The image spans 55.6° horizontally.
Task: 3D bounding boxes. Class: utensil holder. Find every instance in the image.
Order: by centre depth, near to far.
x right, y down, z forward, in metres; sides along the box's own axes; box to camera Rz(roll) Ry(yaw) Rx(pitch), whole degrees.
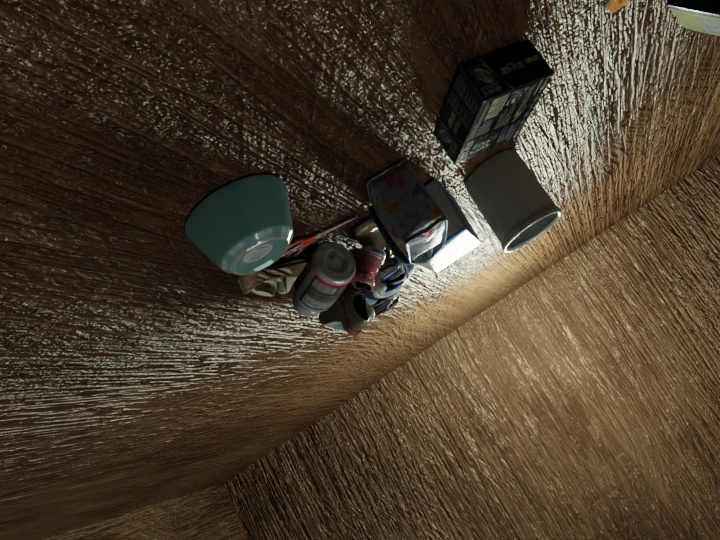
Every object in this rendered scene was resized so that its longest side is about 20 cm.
[{"bbox_3d":[0.378,-0.176,1.705,0.168,0.201,0.170,-27,163,-9],"label":"utensil holder"}]

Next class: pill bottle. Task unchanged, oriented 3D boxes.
[{"bbox_3d":[-0.095,0.030,1.630,0.110,0.111,0.200,-18,159,-35],"label":"pill bottle"}]

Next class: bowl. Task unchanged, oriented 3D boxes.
[{"bbox_3d":[-0.198,-0.066,1.209,0.199,0.106,0.201,-28,164,-9],"label":"bowl"}]

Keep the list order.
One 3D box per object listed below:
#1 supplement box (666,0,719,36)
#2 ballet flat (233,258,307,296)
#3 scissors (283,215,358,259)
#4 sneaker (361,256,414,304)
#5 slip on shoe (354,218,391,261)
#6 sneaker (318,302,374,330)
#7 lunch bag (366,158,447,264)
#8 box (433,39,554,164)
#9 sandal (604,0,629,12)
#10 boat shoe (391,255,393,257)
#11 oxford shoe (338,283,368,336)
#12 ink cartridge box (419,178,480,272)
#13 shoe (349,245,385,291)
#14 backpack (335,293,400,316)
[{"bbox_3d":[0.654,-0.524,1.184,0.199,0.133,0.202,-5,117,-55],"label":"supplement box"},{"bbox_3d":[-0.191,0.019,1.493,0.067,0.073,0.199,-13,178,38],"label":"ballet flat"},{"bbox_3d":[-0.094,-0.078,1.500,0.198,0.014,0.073,-30,161,0],"label":"scissors"},{"bbox_3d":[0.094,0.015,1.730,0.199,0.081,0.146,-27,-171,-31],"label":"sneaker"},{"bbox_3d":[0.036,-0.070,1.660,0.075,0.061,0.200,-30,163,-1],"label":"slip on shoe"},{"bbox_3d":[-0.019,0.119,1.780,0.081,0.075,0.199,23,163,-38],"label":"sneaker"},{"bbox_3d":[0.098,-0.110,1.470,0.126,0.171,0.200,-31,164,-2],"label":"lunch bag"},{"bbox_3d":[0.246,-0.315,1.294,0.162,0.087,0.200,-25,162,-18],"label":"box"},{"bbox_3d":[0.543,-0.533,1.236,0.206,0.060,0.079,-42,160,29],"label":"sandal"},{"bbox_3d":[0.157,-0.062,1.868,0.198,0.070,0.074,-16,158,-38],"label":"boat shoe"},{"bbox_3d":[-0.018,0.057,1.686,0.070,0.202,0.075,4,146,-38],"label":"oxford shoe"},{"bbox_3d":[0.183,-0.103,1.670,0.146,0.147,0.200,-34,163,14],"label":"ink cartridge box"},{"bbox_3d":[0.000,0.000,1.655,0.092,0.071,0.200,-69,-167,-11],"label":"shoe"},{"bbox_3d":[0.012,0.075,1.904,0.198,0.156,0.163,-7,165,24],"label":"backpack"}]
